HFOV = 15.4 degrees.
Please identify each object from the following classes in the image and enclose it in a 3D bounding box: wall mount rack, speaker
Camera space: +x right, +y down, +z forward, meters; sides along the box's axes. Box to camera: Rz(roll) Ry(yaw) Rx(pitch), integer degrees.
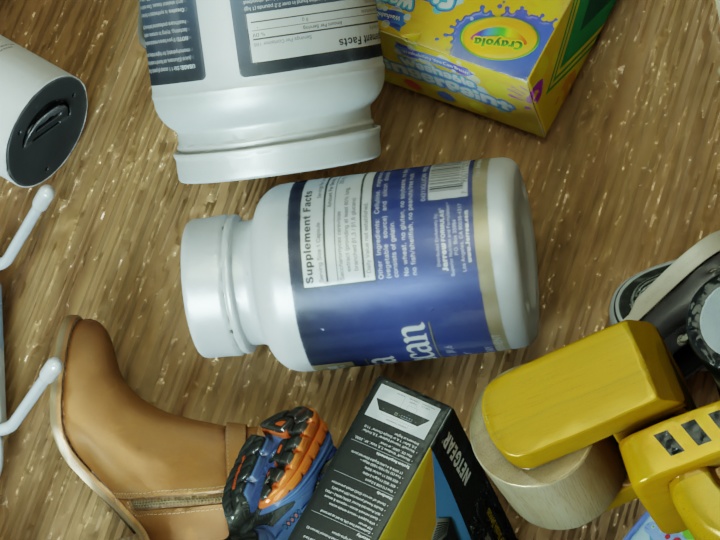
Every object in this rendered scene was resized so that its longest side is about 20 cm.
[{"bbox_3d":[-0.239,0.040,1.622,0.173,0.075,0.201,-18,61,22],"label":"wall mount rack"},{"bbox_3d":[-0.274,-0.131,1.723,0.199,0.081,0.081,29,74,23],"label":"speaker"}]

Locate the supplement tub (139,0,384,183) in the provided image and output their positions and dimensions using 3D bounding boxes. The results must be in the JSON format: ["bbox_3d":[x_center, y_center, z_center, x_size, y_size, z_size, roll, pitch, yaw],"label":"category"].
[{"bbox_3d":[-0.061,-0.159,1.571,0.139,0.140,0.201,-6,96,10],"label":"supplement tub"}]

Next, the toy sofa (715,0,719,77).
[{"bbox_3d":[0.251,-0.148,1.543,0.082,0.200,0.098,-23,55,1],"label":"toy sofa"}]

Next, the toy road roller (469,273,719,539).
[{"bbox_3d":[0.170,0.104,1.399,0.199,0.123,0.147,-21,63,9],"label":"toy road roller"}]

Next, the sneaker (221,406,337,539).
[{"bbox_3d":[-0.046,0.171,1.457,0.075,0.078,0.201,-19,37,50],"label":"sneaker"}]

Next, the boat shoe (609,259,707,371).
[{"bbox_3d":[0.240,0.015,1.539,0.198,0.068,0.074,3,65,15],"label":"boat shoe"}]

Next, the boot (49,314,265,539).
[{"bbox_3d":[-0.097,0.106,1.568,0.154,0.077,0.201,-15,65,7],"label":"boot"}]

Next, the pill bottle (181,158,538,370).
[{"bbox_3d":[0.000,0.000,1.570,0.199,0.111,0.112,-7,63,10],"label":"pill bottle"}]

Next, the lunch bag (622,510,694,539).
[{"bbox_3d":[0.252,0.177,1.449,0.200,0.083,0.161,37,79,29],"label":"lunch bag"}]

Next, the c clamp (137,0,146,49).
[{"bbox_3d":[-0.082,-0.230,1.708,0.170,0.027,0.201,-27,39,28],"label":"c clamp"}]

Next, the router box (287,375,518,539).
[{"bbox_3d":[0.016,0.166,1.444,0.051,0.200,0.150,23,72,23],"label":"router box"}]

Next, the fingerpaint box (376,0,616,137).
[{"bbox_3d":[0.061,-0.197,1.680,0.199,0.073,0.167,20,70,23],"label":"fingerpaint box"}]

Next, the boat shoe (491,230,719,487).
[{"bbox_3d":[0.154,0.068,1.510,0.063,0.073,0.200,47,107,15],"label":"boat shoe"}]
